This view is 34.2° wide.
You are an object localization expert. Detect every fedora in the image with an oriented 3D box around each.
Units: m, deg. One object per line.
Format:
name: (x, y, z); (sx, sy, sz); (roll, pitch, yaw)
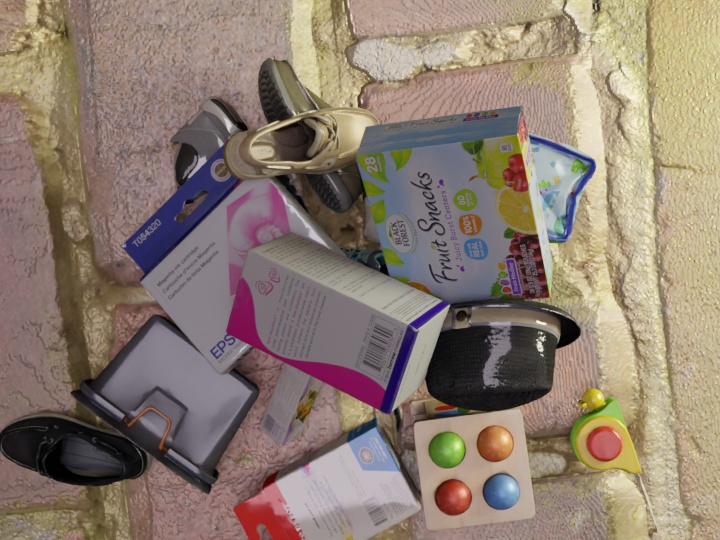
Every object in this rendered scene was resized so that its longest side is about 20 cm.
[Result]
fedora: (0.141, 0.100, 1.272); (0.200, 0.201, 0.092); (1, 69, 1)

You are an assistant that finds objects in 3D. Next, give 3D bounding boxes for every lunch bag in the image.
lunch bag: (0.147, -0.106, 1.330); (0.200, 0.170, 0.128); (22, 91, -1)

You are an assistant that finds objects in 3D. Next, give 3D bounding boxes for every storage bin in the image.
storage bin: (-0.219, 0.149, 1.381); (0.200, 0.146, 0.134); (36, 84, -2)

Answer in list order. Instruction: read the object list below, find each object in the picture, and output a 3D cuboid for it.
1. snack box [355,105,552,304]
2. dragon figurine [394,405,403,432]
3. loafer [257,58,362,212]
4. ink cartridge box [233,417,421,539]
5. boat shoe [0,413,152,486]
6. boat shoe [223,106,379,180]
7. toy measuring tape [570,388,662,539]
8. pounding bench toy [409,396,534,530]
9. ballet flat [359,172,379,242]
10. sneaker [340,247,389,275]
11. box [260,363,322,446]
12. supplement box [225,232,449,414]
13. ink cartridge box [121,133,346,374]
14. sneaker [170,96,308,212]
snack box: (0.101, -0.060, 1.211); (0.168, 0.068, 0.200); (-5, 124, 16)
dragon figurine: (-0.016, 0.106, 1.403); (0.099, 0.059, 0.201); (-19, 89, 5)
loafer: (-0.053, -0.167, 1.387); (0.070, 0.075, 0.200); (-34, 100, -22)
ink cartridge box: (-0.040, 0.279, 1.414); (0.200, 0.067, 0.116); (-28, 93, 3)
boat shoe: (-0.355, 0.223, 1.406); (0.199, 0.066, 0.075); (12, 104, 11)
boat shoe: (-0.053, -0.144, 1.303); (0.200, 0.065, 0.072); (-14, 93, -32)
toy measuring tape: (0.299, 0.239, 1.403); (0.073, 0.074, 0.200); (-19, 93, 3)
pounding bench toy: (0.122, 0.181, 1.358); (0.124, 0.156, 0.201); (-8, 94, 2)
ballet flat: (0.052, -0.043, 1.363); (0.068, 0.068, 0.200); (-47, 108, -19)
sneaker: (0.000, 0.000, 1.359); (0.200, 0.078, 0.086); (27, 137, 12)
box: (-0.066, 0.120, 1.368); (0.041, 0.039, 0.200); (37, 125, 23)
supplement box: (-0.025, 0.050, 1.217); (0.200, 0.103, 0.101); (25, 113, 17)
ink cartridge box: (-0.152, -0.019, 1.335); (0.196, 0.043, 0.200); (-44, 85, 10)
sneaker: (-0.153, -0.098, 1.393); (0.115, 0.075, 0.200); (-38, 83, 9)
